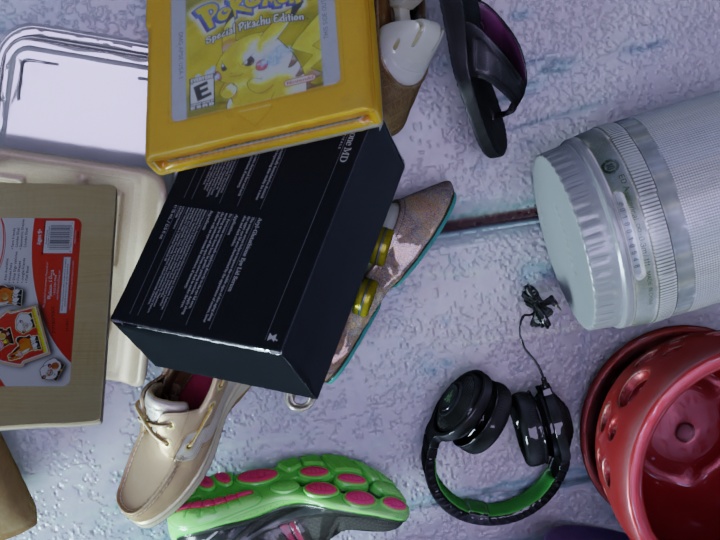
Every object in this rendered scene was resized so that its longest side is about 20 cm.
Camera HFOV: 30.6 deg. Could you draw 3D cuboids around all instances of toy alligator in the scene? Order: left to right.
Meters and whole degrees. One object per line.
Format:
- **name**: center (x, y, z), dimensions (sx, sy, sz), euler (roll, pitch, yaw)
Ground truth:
- **toy alligator**: center (-0.022, 0.021, 1.011), dimensions (0.059, 0.054, 0.201), euler (19, 98, 4)

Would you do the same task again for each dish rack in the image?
- **dish rack**: center (-0.215, -0.086, 1.040), dimensions (0.171, 0.044, 0.201), euler (9, 98, -7)

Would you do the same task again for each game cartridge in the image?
- **game cartridge**: center (-0.075, -0.178, 0.968), dimensions (0.175, 0.032, 0.201), euler (-11, 64, 13)

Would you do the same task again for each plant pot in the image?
- **plant pot**: center (0.283, 0.140, 1.053), dimensions (0.199, 0.183, 0.202), euler (-1, 99, -5)

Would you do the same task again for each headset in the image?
- **headset**: center (0.121, 0.116, 1.102), dimensions (0.123, 0.094, 0.201), euler (12, 112, -11)

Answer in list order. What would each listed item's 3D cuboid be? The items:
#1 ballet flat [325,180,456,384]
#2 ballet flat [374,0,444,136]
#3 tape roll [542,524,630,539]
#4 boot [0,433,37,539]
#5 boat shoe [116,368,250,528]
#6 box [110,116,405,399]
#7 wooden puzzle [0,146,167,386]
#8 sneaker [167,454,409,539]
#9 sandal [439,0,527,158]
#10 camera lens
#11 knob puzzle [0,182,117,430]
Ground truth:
- **ballet flat**: center (0.000, 0.000, 1.059), dimensions (0.067, 0.068, 0.200), euler (33, 93, -18)
- **ballet flat**: center (0.033, -0.206, 1.012), dimensions (0.068, 0.072, 0.201), euler (7, 83, -41)
- **tape roll**: center (0.231, 0.285, 1.061), dimensions (0.199, 0.200, 0.085), euler (16, 97, -8)
- **boot**: center (-0.291, 0.117, 1.016), dimensions (0.174, 0.066, 0.201), euler (-6, 117, 19)
- **boat shoe**: center (-0.145, 0.109, 1.051), dimensions (0.069, 0.074, 0.201), euler (33, 86, -51)
- **box**: center (-0.069, -0.022, 0.947), dimensions (0.141, 0.079, 0.201), euler (8, 63, 28)
- **wooden puzzle**: center (-0.251, -0.010, 1.006), dimensions (0.199, 0.046, 0.186), euler (10, 117, -2)
- **sneaker**: center (-0.059, 0.207, 1.094), dimensions (0.199, 0.077, 0.084), euler (-4, 118, -3)
- **sandal**: center (0.098, -0.172, 1.013), dimensions (0.048, 0.075, 0.201), euler (-5, 126, 18)
- **camera lens**: center (0.253, -0.050, 1.033), dimensions (0.199, 0.160, 0.161), euler (-16, 100, -3)
- **knob puzzle**: center (-0.273, 0.026, 0.918), dimensions (0.218, 0.030, 0.221), euler (1, 68, -2)
